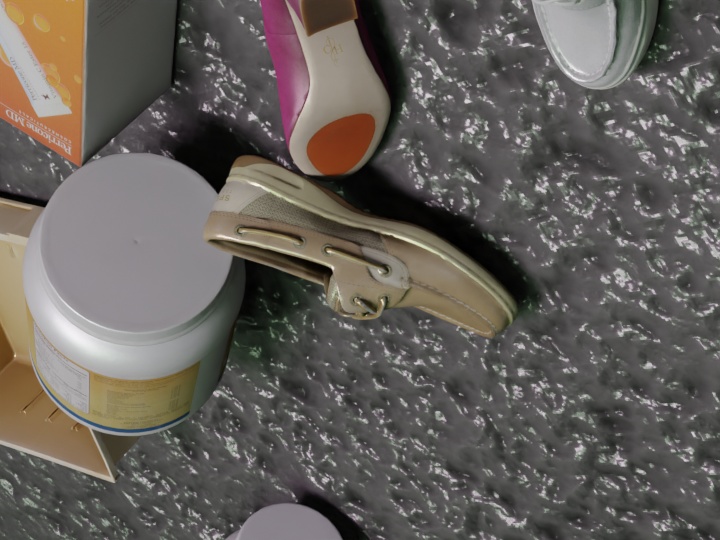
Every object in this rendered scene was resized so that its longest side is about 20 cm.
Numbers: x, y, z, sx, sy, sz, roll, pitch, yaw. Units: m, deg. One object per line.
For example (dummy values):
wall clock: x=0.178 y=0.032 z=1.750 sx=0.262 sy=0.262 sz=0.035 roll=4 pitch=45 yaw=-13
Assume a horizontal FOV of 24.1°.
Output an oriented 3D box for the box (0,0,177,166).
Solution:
box: x=-0.186 y=-0.185 z=1.030 sx=0.124 sy=0.098 sz=0.201 roll=31 pitch=143 yaw=15

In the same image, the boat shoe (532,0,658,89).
boat shoe: x=0.100 y=-0.164 z=0.810 sx=0.072 sy=0.069 sz=0.201 roll=21 pitch=139 yaw=26

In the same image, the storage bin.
storage bin: x=-0.271 y=0.044 z=1.344 sx=0.199 sy=0.094 sz=0.199 roll=12 pitch=135 yaw=35

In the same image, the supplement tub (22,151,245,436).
supplement tub: x=-0.153 y=0.018 z=1.135 sx=0.144 sy=0.145 sz=0.200 roll=37 pitch=157 yaw=6

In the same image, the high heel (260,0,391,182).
high heel: x=-0.027 y=-0.139 z=0.988 sx=0.200 sy=0.067 sz=0.097 roll=92 pitch=159 yaw=-55

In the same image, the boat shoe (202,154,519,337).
boat shoe: x=0.000 y=0.000 z=1.041 sx=0.199 sy=0.065 sz=0.072 roll=26 pitch=163 yaw=-2

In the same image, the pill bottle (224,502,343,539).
pill bottle: x=-0.075 y=0.275 z=1.377 sx=0.119 sy=0.120 sz=0.200 roll=35 pitch=143 yaw=9
